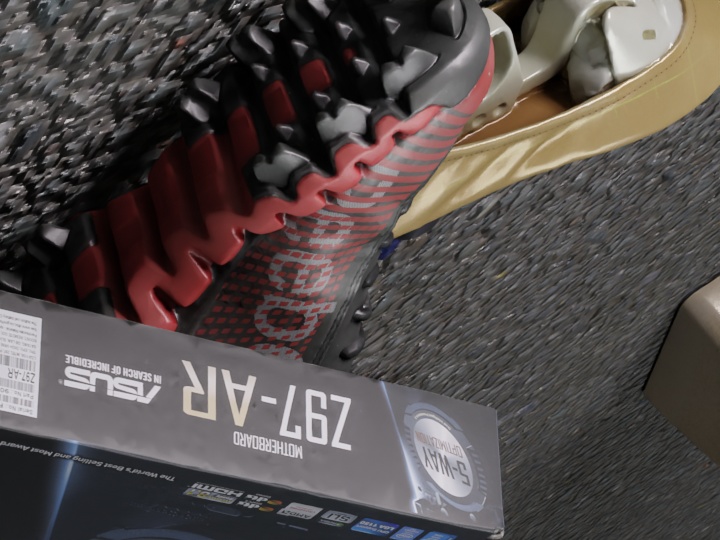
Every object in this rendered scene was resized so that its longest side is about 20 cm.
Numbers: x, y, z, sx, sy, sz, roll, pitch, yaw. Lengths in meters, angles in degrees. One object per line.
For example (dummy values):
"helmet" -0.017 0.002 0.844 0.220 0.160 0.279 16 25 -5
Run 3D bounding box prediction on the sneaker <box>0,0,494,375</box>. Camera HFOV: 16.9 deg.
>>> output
"sneaker" -0.024 -0.009 0.734 0.098 0.071 0.200 31 120 -35

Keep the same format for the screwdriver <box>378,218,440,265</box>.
"screwdriver" 0.000 0.000 0.946 0.029 0.028 0.200 6 148 -20

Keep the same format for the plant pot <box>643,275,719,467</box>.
"plant pot" 0.322 0.066 1.531 0.200 0.177 0.200 -33 164 -12

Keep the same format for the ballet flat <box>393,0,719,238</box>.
"ballet flat" 0.057 -0.066 0.807 0.200 0.069 0.063 -30 149 -26

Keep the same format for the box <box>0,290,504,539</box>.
"box" -0.082 0.071 0.726 0.200 0.044 0.160 15 145 -26
